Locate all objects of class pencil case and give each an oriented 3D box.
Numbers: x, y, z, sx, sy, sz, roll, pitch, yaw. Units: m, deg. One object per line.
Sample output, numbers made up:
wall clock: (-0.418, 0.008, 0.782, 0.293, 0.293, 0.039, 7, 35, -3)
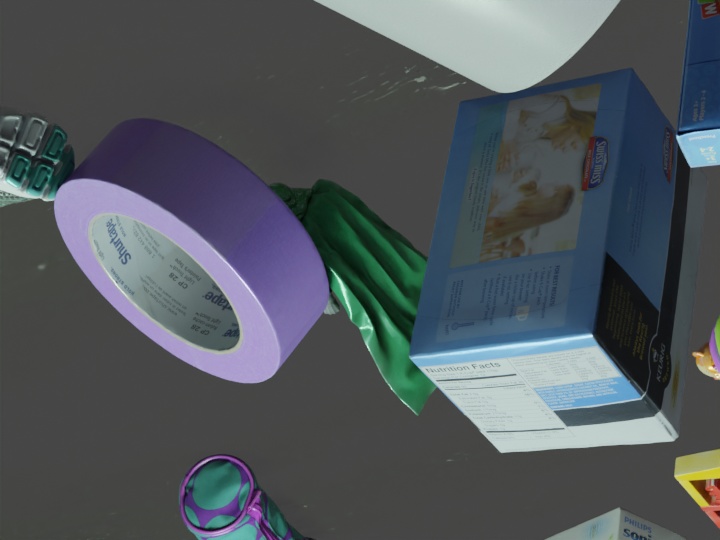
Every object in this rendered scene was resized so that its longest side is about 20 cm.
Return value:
pencil case: (-0.104, 0.260, 1.810, 0.092, 0.085, 0.200, 13, 154, 31)

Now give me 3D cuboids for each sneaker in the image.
sneaker: (-0.304, -0.096, 1.304, 0.199, 0.078, 0.091, 33, 148, -29)

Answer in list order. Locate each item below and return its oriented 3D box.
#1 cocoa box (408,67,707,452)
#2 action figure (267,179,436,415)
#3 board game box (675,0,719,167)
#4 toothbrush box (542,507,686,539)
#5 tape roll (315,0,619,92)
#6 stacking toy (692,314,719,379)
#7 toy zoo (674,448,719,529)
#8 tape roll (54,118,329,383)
cocoa box: (0.130, -0.004, 1.175, 0.133, 0.201, 0.131, -9, 144, 32)
action figure: (0.000, 0.000, 1.346, 0.055, 0.119, 0.200, -6, 139, 49)
board game box: (0.270, -0.133, 0.961, 0.199, 0.152, 0.037, -4, 148, 25)
toothbrush box: (0.219, 0.343, 1.720, 0.086, 0.201, 0.145, 26, 147, -21)
tape roll: (0.052, -0.203, 0.873, 0.138, 0.204, 0.203, 23, 148, -20)
stacking toy: (0.291, 0.048, 1.324, 0.115, 0.111, 0.200, 16, 160, -12)
toy zoo: (0.359, 0.196, 1.605, 0.130, 0.021, 0.200, -9, 143, 32)
tape roll: (-0.120, -0.012, 1.312, 0.199, 0.066, 0.201, 31, 152, 18)
